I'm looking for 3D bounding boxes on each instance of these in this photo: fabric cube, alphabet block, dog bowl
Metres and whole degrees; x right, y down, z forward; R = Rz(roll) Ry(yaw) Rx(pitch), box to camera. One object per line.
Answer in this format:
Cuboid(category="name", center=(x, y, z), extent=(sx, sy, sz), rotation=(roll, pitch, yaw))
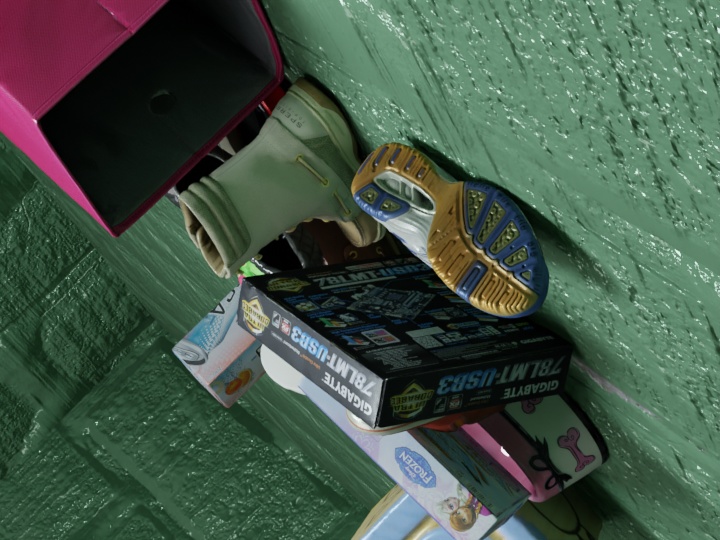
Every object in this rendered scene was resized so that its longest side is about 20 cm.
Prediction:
Cuboid(category="fabric cube", center=(-0.209, -0.189, 1.303), extent=(0.199, 0.200, 0.196), rotation=(42, 169, 25))
Cuboid(category="alphabet block", center=(0.111, 0.287, 1.720), extent=(0.195, 0.196, 0.200), rotation=(46, -163, 1))
Cuboid(category="dog bowl", center=(0.132, 0.134, 1.562), extent=(0.200, 0.074, 0.200), rotation=(43, 170, 9))

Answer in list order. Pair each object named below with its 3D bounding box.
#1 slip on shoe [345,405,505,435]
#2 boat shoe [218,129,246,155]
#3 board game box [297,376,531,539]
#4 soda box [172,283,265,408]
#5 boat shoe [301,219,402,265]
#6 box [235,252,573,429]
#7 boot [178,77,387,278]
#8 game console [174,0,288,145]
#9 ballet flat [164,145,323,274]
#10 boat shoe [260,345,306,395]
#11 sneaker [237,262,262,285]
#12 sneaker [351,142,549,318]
Cuboid(category="slip on shoe", center=(0.063, 0.107, 1.367), extent=(0.074, 0.061, 0.200), rotation=(26, -155, 33))
Cuboid(category="boat shoe", center=(-0.107, -0.054, 1.576), extent=(0.202, 0.063, 0.074), rotation=(57, -168, -30))
Cuboid(category="board game box", center=(0.052, 0.150, 1.460), extent=(0.200, 0.041, 0.199), rotation=(44, -172, 12))
Cuboid(category="soda box", center=(-0.099, 0.046, 1.769), extent=(0.068, 0.200, 0.064), rotation=(39, 168, 32))
Cuboid(category="boat shoe", center=(0.000, 0.001, 1.502), extent=(0.200, 0.072, 0.068), rotation=(47, -148, -8))
Cuboid(category="box", center=(0.034, 0.050, 1.348), extent=(0.198, 0.199, 0.050), rotation=(32, 120, 46))
Cuboid(category="boot", center=(-0.063, -0.048, 1.386), extent=(0.072, 0.155, 0.200), rotation=(39, 166, 33))
Cuboid(category="game console", center=(-0.110, -0.164, 1.497), extent=(0.177, 0.031, 0.200), rotation=(48, 170, 19))
Cuboid(category="ballet flat", center=(-0.111, -0.059, 1.463), extent=(0.200, 0.067, 0.057), rotation=(38, 179, 5))
Cuboid(category="boat shoe", center=(-0.015, 0.102, 1.669), extent=(0.199, 0.072, 0.068), rotation=(9, 162, 41))
Cuboid(category="sneaker", center=(-0.095, -0.039, 1.711), extent=(0.200, 0.083, 0.077), rotation=(-114, 19, -61))
Cuboid(category="sneaker", center=(0.080, -0.024, 1.208), extent=(0.088, 0.075, 0.200), rotation=(39, -176, -47))
